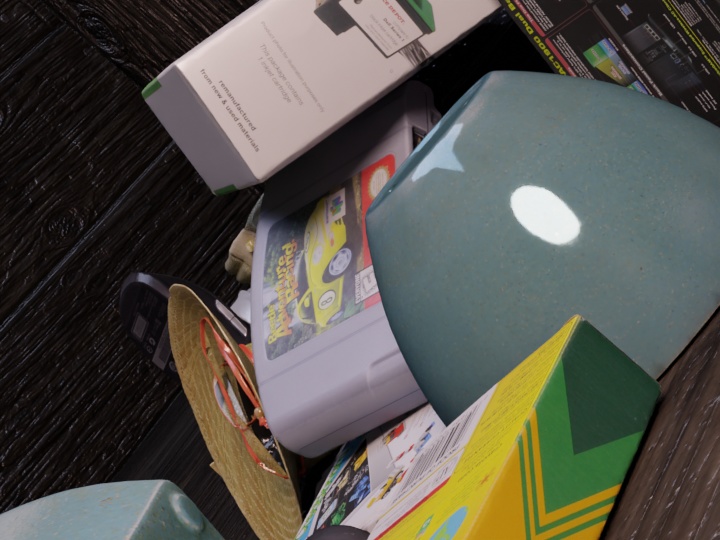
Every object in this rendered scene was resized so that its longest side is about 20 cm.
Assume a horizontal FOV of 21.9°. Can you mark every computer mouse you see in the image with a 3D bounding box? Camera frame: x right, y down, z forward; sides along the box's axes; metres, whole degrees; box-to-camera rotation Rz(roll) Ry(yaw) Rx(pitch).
[{"bbox_3d":[-0.091,0.087,1.303,0.046,0.200,0.140,-36,-25,-40],"label":"computer mouse"}]

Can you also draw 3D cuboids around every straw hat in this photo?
[{"bbox_3d":[-0.043,0.081,1.160,0.085,0.201,0.201,-25,-3,-18],"label":"straw hat"}]

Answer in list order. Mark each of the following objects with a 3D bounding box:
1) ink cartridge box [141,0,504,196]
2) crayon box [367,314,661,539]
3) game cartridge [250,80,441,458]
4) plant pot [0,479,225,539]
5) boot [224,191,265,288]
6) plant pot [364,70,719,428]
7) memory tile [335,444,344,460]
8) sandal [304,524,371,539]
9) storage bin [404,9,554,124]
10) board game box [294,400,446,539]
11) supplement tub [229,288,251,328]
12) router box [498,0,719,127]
[{"bbox_3d":[-0.015,-0.134,1.076,0.200,0.084,0.146,-37,8,-12],"label":"ink cartridge box"},{"bbox_3d":[0.038,0.118,0.729,0.127,0.051,0.200,-45,6,40],"label":"crayon box"},{"bbox_3d":[-0.007,0.000,1.058,0.133,0.041,0.200,-33,45,37],"label":"game cartridge"},{"bbox_3d":[-0.127,0.204,0.801,0.200,0.196,0.196,-38,7,13],"label":"plant pot"},{"bbox_3d":[0.000,0.000,1.160,0.072,0.155,0.200,-52,5,-28],"label":"boot"},{"bbox_3d":[0.082,-0.016,0.884,0.200,0.135,0.200,-49,4,5],"label":"plant pot"},{"bbox_3d":[0.047,0.074,1.188,0.200,0.017,0.153,-48,5,17],"label":"memory tile"},{"bbox_3d":[-0.048,0.182,0.913,0.200,0.076,0.043,-34,14,32],"label":"sandal"},{"bbox_3d":[0.102,-0.101,1.186,0.094,0.135,0.200,-6,38,52],"label":"storage bin"},{"bbox_3d":[0.025,0.104,1.005,0.126,0.035,0.200,-42,8,29],"label":"board game box"},{"bbox_3d":[0.014,-0.006,1.336,0.200,0.145,0.145,-50,5,-9],"label":"supplement tub"},{"bbox_3d":[0.143,-0.153,0.959,0.062,0.200,0.150,-40,5,-26],"label":"router box"}]
